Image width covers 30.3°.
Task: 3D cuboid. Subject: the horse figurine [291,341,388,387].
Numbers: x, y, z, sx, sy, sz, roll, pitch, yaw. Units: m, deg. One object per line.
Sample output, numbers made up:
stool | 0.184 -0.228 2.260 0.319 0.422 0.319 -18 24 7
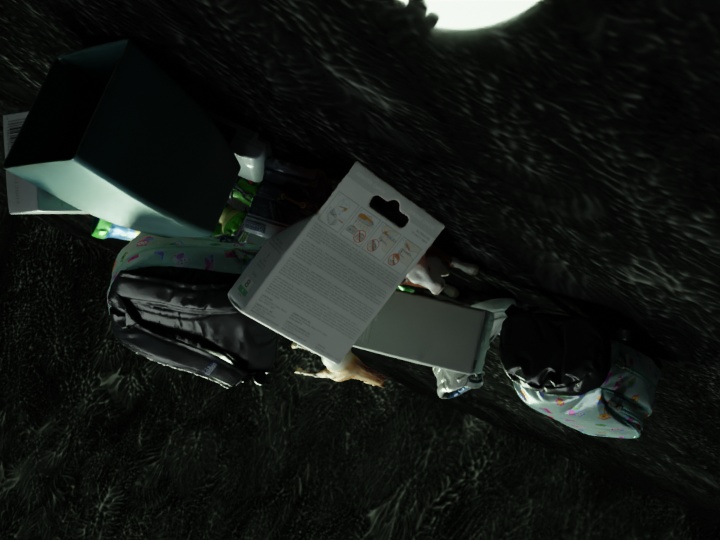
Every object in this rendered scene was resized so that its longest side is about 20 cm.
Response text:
horse figurine | -0.049 0.104 1.829 0.132 0.050 0.200 12 147 25

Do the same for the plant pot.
plant pot | -0.234 -0.122 1.401 0.141 0.142 0.200 -1 152 47

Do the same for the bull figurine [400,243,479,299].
bull figurine | 0.062 -0.008 1.598 0.121 0.065 0.200 24 179 -35

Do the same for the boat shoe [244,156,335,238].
boat shoe | -0.046 -0.070 1.513 0.071 0.091 0.200 20 -176 35

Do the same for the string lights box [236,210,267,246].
string lights box | -0.108 -0.059 1.655 0.059 0.103 0.200 27 171 -9

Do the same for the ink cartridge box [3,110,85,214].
ink cartridge box | -0.308 -0.119 1.493 0.050 0.109 0.200 -3 -179 33

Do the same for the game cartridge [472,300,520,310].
game cartridge | 0.248 0.091 1.784 0.130 0.038 0.200 35 168 -28

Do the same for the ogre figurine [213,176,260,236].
ogre figurine | -0.211 -0.079 1.665 0.120 0.098 0.200 38 157 -7

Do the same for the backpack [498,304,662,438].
backpack | 0.271 0.125 1.598 0.167 0.127 0.200 12 168 44

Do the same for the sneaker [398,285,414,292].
sneaker | 0.000 0.000 1.764 0.200 0.084 0.074 20 173 39

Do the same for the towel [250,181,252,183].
towel | -0.228 -0.161 1.666 0.200 0.023 0.145 24 172 9

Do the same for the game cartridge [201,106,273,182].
game cartridge | -0.195 -0.162 1.521 0.200 0.041 0.133 25 175 4

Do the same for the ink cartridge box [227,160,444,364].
ink cartridge box | -0.025 -0.011 1.443 0.161 0.200 0.050 33 -175 -41

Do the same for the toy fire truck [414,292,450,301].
toy fire truck | 0.047 0.043 1.896 0.168 0.112 0.200 0 -167 -44

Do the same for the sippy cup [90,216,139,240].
sippy cup | -0.325 -0.098 2.008 0.130 0.140 0.178 17 -147 -16

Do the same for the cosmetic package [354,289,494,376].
cosmetic package | 0.058 0.067 1.638 0.199 0.090 0.107 11 179 10

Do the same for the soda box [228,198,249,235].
soda box | -0.156 -0.077 1.828 0.068 0.064 0.200 18 168 40

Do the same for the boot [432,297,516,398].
boot | 0.153 0.108 1.757 0.073 0.096 0.200 -2 160 -22

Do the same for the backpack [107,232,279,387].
backpack | -0.187 0.032 1.523 0.199 0.167 0.127 9 -154 -5
